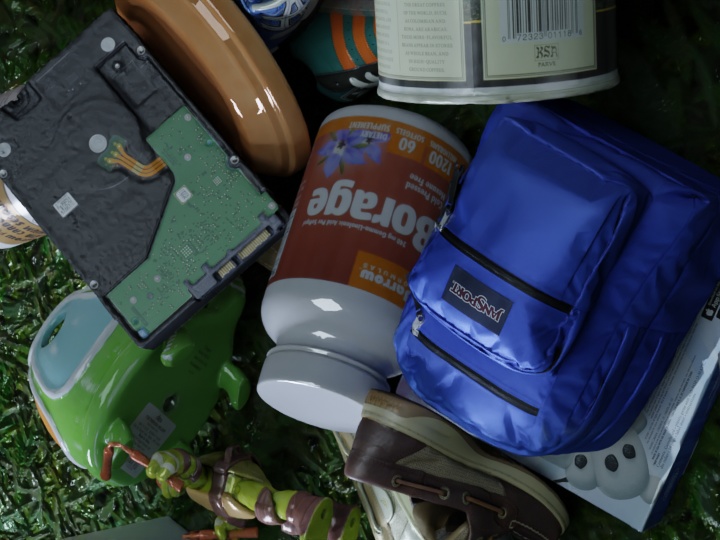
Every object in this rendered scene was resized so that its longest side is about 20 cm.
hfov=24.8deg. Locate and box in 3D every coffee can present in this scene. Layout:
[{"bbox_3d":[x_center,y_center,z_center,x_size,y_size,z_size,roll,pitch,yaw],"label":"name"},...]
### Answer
[{"bbox_3d":[0.076,-0.205,0.955,0.146,0.146,0.200,5,105,30],"label":"coffee can"}]

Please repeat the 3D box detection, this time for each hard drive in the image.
[{"bbox_3d":[-0.159,-0.063,1.140,0.140,0.038,0.200,-42,79,3],"label":"hard drive"}]

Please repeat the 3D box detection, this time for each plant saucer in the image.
[{"bbox_3d":[-0.111,-0.144,1.154,0.037,0.200,0.200,-39,68,-16],"label":"plant saucer"}]

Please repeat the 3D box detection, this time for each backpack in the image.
[{"bbox_3d":[0.107,0.008,0.990,0.162,0.168,0.200,36,110,32],"label":"backpack"}]

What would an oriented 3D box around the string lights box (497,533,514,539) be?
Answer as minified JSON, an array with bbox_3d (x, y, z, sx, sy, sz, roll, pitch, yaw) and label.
[{"bbox_3d":[0.054,0.233,1.054,0.059,0.200,0.103,-35,74,26],"label":"string lights box"}]

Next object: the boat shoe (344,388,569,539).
[{"bbox_3d":[0.060,0.146,1.052,0.072,0.200,0.072,13,72,44],"label":"boat shoe"}]

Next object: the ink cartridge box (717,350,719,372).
[{"bbox_3d":[0.313,0.010,0.956,0.116,0.067,0.200,33,108,2],"label":"ink cartridge box"}]

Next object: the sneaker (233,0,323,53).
[{"bbox_3d":[-0.062,-0.198,1.085,0.076,0.077,0.200,52,147,5],"label":"sneaker"}]

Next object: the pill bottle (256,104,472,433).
[{"bbox_3d":[0.000,0.000,1.088,0.112,0.112,0.200,3,64,30],"label":"pill bottle"}]

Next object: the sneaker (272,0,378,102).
[{"bbox_3d":[0.016,-0.154,1.146,0.200,0.071,0.080,14,99,37],"label":"sneaker"}]

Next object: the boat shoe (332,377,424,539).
[{"bbox_3d":[0.000,0.114,1.159,0.063,0.073,0.201,-34,82,23],"label":"boat shoe"}]

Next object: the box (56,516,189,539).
[{"bbox_3d":[-0.192,0.282,1.198,0.106,0.200,0.152,33,107,27],"label":"box"}]

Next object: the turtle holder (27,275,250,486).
[{"bbox_3d":[-0.167,0.060,1.213,0.132,0.141,0.186,31,107,29],"label":"turtle holder"}]

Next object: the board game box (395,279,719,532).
[{"bbox_3d":[0.146,0.036,1.086,0.199,0.043,0.200,28,105,25],"label":"board game box"}]

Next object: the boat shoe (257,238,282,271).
[{"bbox_3d":[-0.119,-0.045,1.193,0.200,0.074,0.069,38,71,5],"label":"boat shoe"}]

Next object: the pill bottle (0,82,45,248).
[{"bbox_3d":[-0.270,-0.080,1.284,0.200,0.114,0.115,-18,82,29],"label":"pill bottle"}]

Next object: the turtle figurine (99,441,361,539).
[{"bbox_3d":[-0.082,0.161,1.156,0.161,0.200,0.064,14,67,25],"label":"turtle figurine"}]
